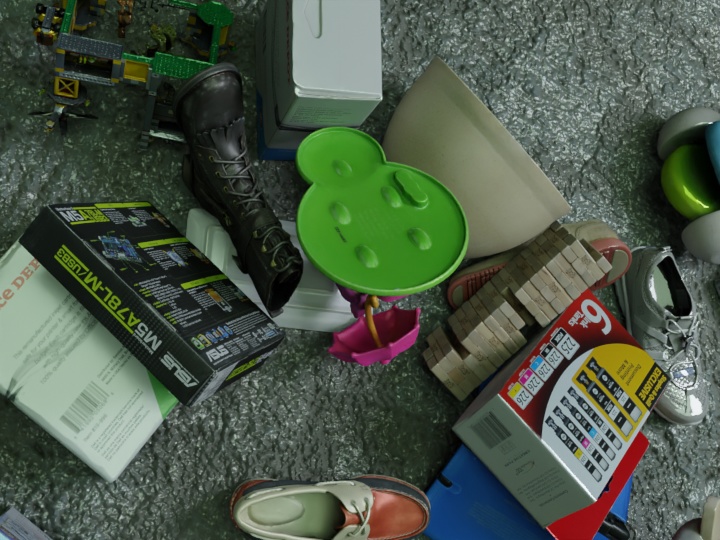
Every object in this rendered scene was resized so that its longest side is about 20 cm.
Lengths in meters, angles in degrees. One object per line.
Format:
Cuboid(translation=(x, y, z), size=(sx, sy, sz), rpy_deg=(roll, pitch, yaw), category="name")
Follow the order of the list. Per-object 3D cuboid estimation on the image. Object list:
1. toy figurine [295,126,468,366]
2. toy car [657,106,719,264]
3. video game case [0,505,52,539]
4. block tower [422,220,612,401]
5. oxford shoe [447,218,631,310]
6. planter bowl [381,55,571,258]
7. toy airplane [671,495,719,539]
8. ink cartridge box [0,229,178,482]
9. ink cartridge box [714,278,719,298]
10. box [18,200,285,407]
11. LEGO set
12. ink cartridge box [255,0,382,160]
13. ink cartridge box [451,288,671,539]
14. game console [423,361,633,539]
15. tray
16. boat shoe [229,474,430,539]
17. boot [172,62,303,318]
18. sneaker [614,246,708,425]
Cuboid(translation=(0.000, 0.000, 0.936), size=(0.148, 0.185, 0.201), rpy_deg=(-19, 55, -21), category="toy figurine")
Cuboid(translation=(0.429, -0.108, 1.089), size=(0.197, 0.150, 0.177), rpy_deg=(1, 65, -15), category="toy car")
Cuboid(translation=(-0.235, 0.281, 0.833), size=(0.200, 0.181, 0.046), rpy_deg=(42, 73, -5), category="video game case")
Cuboid(translation=(0.151, 0.037, 1.006), size=(0.200, 0.054, 0.058), rpy_deg=(-42, 115, 7), category="block tower")
Cuboid(translation=(0.181, -0.005, 1.071), size=(0.197, 0.071, 0.075), rpy_deg=(-12, 41, -8), category="oxford shoe")
Cuboid(translation=(0.093, -0.090, 0.999), size=(0.135, 0.200, 0.201), rpy_deg=(-42, 94, 10), category="planter bowl")
Cuboid(translation=(0.334, 0.339, 1.003), size=(0.139, 0.199, 0.203), rpy_deg=(2, 69, 13), category="toy airplane")
Cuboid(translation=(-0.256, 0.071, 0.914), size=(0.200, 0.083, 0.147), rpy_deg=(42, 73, -6), category="ink cartridge box")
Cuboid(translation=(0.519, 0.072, 1.154), size=(0.172, 0.044, 0.202), rpy_deg=(-20, 86, -19), category="ink cartridge box")
Cuboid(translation=(-0.170, 0.019, 0.874), size=(0.193, 0.200, 0.048), rpy_deg=(41, 101, 5), category="box")
Cuboid(translation=(-0.217, -0.189, 0.975), size=(0.197, 0.116, 0.155), rpy_deg=(3, 51, -19), category="LEGO set")
Cuboid(translation=(-0.044, -0.201, 0.957), size=(0.082, 0.200, 0.147), rpy_deg=(1, 80, -15), category="ink cartridge box")
Cuboid(translation=(0.216, 0.146, 0.988), size=(0.176, 0.084, 0.200), rpy_deg=(47, 47, 2), category="ink cartridge box")
Cuboid(translation=(0.172, 0.220, 1.045), size=(0.199, 0.118, 0.172), rpy_deg=(33, 105, -8), category="game console")
Cuboid(translation=(-0.078, 0.001, 1.009), size=(0.197, 0.022, 0.109), rpy_deg=(7, 78, -15), category="tray")
Cuboid(translation=(-0.025, 0.230, 0.954), size=(0.197, 0.063, 0.072), rpy_deg=(6, 85, -10), category="boat shoe")
Cuboid(translation=(-0.099, -0.067, 0.904), size=(0.069, 0.201, 0.175), rpy_deg=(-25, 65, -20), category="boot")
Cuboid(translation=(0.328, 0.069, 1.080), size=(0.074, 0.082, 0.203), rpy_deg=(-18, 86, -18), category="sneaker")
